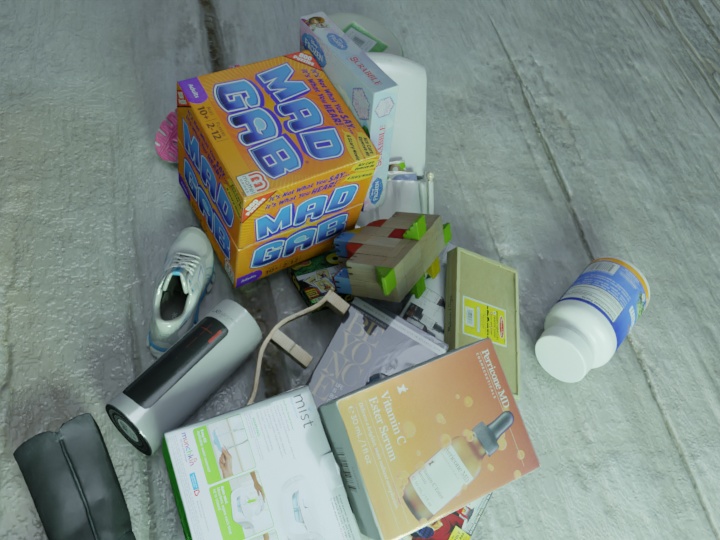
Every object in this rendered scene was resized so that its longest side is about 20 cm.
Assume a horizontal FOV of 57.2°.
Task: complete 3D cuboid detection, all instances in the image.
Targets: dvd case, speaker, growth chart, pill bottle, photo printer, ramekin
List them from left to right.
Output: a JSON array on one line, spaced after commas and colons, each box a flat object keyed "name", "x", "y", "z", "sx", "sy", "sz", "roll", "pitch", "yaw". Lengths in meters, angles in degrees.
[{"name": "speaker", "x": -0.212, "y": 0.127, "z": 0.821, "sx": 0.081, "sy": 0.082, "sz": 0.200, "roll": 37, "pitch": 55, "yaw": 11}, {"name": "ramekin", "x": -0.015, "y": -0.375, "z": 1.207, "sx": 0.195, "sy": 0.098, "sz": 0.204, "roll": 8, "pitch": 55, "yaw": -11}, {"name": "dvd case", "x": 0.012, "y": 0.149, "z": 0.877, "sx": 0.147, "sy": 0.016, "sz": 0.202, "roll": 29, "pitch": 69, "yaw": 4}, {"name": "photo printer", "x": 0.032, "y": -0.256, "z": 1.098, "sx": 0.162, "sy": 0.069, "sz": 0.206, "roll": 1, "pitch": 92, "yaw": -14}, {"name": "growth chart", "x": 0.032, "y": -0.115, "z": 1.054, "sx": 0.195, "sy": 0.018, "sz": 0.149, "roll": 6, "pitch": 86, "yaw": -11}, {"name": "pill bottle", "x": 0.349, "y": 0.075, "z": 1.001, "sx": 0.112, "sy": 0.113, "sz": 0.199, "roll": 41, "pitch": 56, "yaw": 13}]

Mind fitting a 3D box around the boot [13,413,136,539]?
[{"name": "boot", "x": -0.327, "y": 0.272, "z": 0.695, "sx": 0.162, "sy": 0.066, "sz": 0.202, "roll": -15, "pitch": 65, "yaw": -35}]

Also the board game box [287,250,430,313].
[{"name": "board game box", "x": 0.000, "y": 0.000, "z": 0.975, "sx": 0.196, "sy": 0.024, "sz": 0.105, "roll": -16, "pitch": 36, "yaw": -21}]

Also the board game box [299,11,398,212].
[{"name": "board game box", "x": -0.025, "y": -0.223, "z": 0.937, "sx": 0.040, "sy": 0.202, "sz": 0.201, "roll": -22, "pitch": 54, "yaw": -23}]

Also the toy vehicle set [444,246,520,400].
[{"name": "toy vehicle set", "x": 0.177, "y": 0.078, "z": 0.956, "sx": 0.122, "sy": 0.026, "sz": 0.205, "roll": 19, "pitch": 62, "yaw": -27}]

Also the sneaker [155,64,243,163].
[{"name": "sneaker", "x": -0.246, "y": -0.243, "z": 1.067, "sx": 0.199, "sy": 0.088, "sz": 0.082, "roll": -41, "pitch": 102, "yaw": -14}]

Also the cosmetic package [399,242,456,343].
[{"name": "cosmetic package", "x": 0.116, "y": 0.052, "z": 0.986, "sx": 0.082, "sy": 0.051, "sz": 0.201, "roll": 32, "pitch": 54, "yaw": 5}]

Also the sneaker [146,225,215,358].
[{"name": "sneaker", "x": -0.237, "y": 0.013, "z": 0.887, "sx": 0.073, "sy": 0.087, "sz": 0.204, "roll": 7, "pitch": 53, "yaw": -8}]

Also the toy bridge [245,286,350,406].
[{"name": "toy bridge", "x": -0.092, "y": 0.101, "z": 0.865, "sx": 0.067, "sy": 0.027, "sz": 0.202, "roll": 36, "pitch": 71, "yaw": -3}]

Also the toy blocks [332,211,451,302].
[{"name": "toy blocks", "x": 0.027, "y": -0.025, "z": 0.926, "sx": 0.134, "sy": 0.102, "sz": 0.200, "roll": 7, "pitch": 34, "yaw": 31}]

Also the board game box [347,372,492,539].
[{"name": "board game box", "x": 0.069, "y": 0.231, "z": 0.819, "sx": 0.198, "sy": 0.062, "sz": 0.202, "roll": 36, "pitch": 70, "yaw": -3}]

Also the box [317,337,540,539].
[{"name": "box", "x": 0.073, "y": 0.186, "z": 0.743, "sx": 0.196, "sy": 0.106, "sz": 0.155, "roll": -19, "pitch": 81, "yaw": -18}]

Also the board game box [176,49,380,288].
[{"name": "board game box", "x": -0.123, "y": -0.140, "z": 0.914, "sx": 0.197, "sy": 0.201, "sz": 0.202, "roll": -22, "pitch": 66, "yaw": -26}]

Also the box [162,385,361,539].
[{"name": "box", "x": -0.110, "y": 0.257, "z": 0.734, "sx": 0.173, "sy": 0.097, "sz": 0.204, "roll": -15, "pitch": 70, "yaw": -25}]
